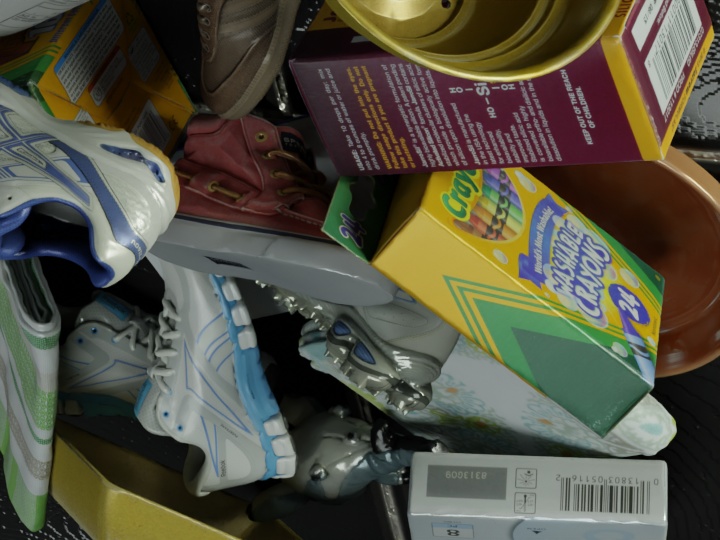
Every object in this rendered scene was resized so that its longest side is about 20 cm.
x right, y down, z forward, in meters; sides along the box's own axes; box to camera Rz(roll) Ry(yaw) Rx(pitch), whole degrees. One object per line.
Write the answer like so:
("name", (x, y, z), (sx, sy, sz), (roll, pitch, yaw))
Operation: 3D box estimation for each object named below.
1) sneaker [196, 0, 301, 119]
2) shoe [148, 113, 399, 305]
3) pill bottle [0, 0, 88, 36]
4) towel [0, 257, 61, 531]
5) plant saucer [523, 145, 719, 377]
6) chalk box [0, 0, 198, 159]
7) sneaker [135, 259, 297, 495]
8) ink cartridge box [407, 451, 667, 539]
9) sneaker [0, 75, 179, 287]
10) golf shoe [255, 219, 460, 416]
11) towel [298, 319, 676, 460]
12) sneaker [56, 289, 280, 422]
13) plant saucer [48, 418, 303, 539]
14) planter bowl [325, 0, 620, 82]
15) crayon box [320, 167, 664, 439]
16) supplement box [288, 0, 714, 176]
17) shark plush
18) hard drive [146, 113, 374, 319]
("sneaker", (-0.068, -0.172, 1.472), (0.075, 0.071, 0.200), (12, 131, -17))
("shoe", (-0.045, -0.040, 1.523), (0.200, 0.091, 0.071), (11, 164, 44))
("pill bottle", (-0.201, -0.196, 1.492), (0.200, 0.114, 0.114), (-18, 123, 39))
("towel", (-0.236, 0.060, 1.756), (0.031, 0.149, 0.200), (-8, 135, -19))
("plant saucer", (0.142, -0.016, 1.564), (0.200, 0.032, 0.200), (15, 137, 14))
("chalk box", (-0.227, -0.095, 1.604), (0.200, 0.125, 0.124), (-5, 130, 30))
("sneaker", (-0.107, 0.060, 1.652), (0.087, 0.075, 0.200), (-22, 114, -9))
("ink cartridge box", (0.115, 0.173, 1.688), (0.160, 0.047, 0.200), (1, 155, 5))
("sneaker", (-0.206, -0.055, 1.475), (0.200, 0.088, 0.075), (18, 140, 12))
("golf shoe", (0.000, 0.000, 1.563), (0.078, 0.097, 0.200), (29, -171, -47))
("towel", (0.075, 0.064, 1.631), (0.171, 0.048, 0.200), (36, 153, -28))
("sneaker", (-0.151, 0.056, 1.763), (0.200, 0.075, 0.087), (3, 128, 25))
("plant saucer", (-0.121, 0.173, 1.751), (0.200, 0.049, 0.200), (25, -179, -24))
("planter bowl", (0.032, -0.175, 1.339), (0.200, 0.201, 0.083), (37, 148, -12))
("crayon box", (0.080, -0.008, 1.479), (0.200, 0.126, 0.052), (36, 119, -11))
("supplement box", (0.078, -0.121, 1.428), (0.200, 0.110, 0.086), (-2, 131, 29))
("shark plush", (0.005, 0.118, 1.736), (0.083, 0.091, 0.200), (24, 149, -23))
("hard drive", (-0.055, -0.031, 1.655), (0.200, 0.025, 0.132), (-12, 126, 36))
